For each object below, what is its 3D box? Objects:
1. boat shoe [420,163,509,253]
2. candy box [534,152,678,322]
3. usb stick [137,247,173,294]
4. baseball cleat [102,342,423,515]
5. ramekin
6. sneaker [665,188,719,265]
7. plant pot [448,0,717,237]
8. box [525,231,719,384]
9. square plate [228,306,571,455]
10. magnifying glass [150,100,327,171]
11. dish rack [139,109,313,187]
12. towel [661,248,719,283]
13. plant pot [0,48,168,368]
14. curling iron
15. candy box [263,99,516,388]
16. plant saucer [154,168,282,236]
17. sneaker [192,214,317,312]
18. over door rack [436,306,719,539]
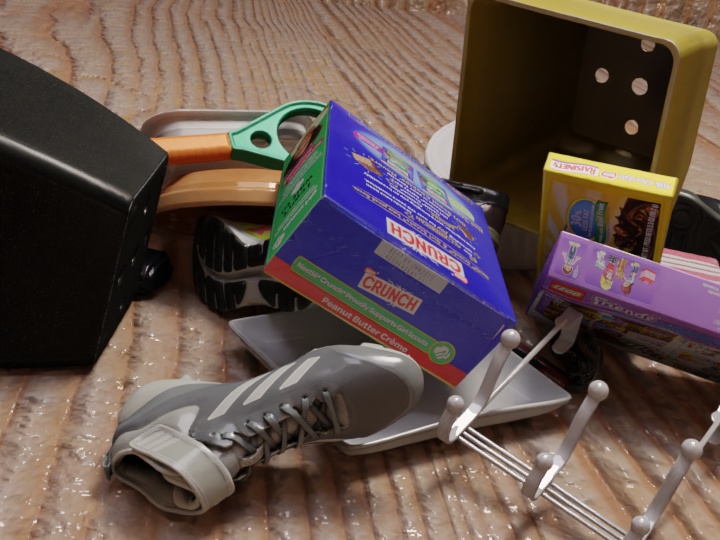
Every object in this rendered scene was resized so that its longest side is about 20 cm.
[{"bbox_3d":[0.051,-0.067,0.957,0.199,0.067,0.072,20,-15,34],"label":"boat shoe"},{"bbox_3d":[0.198,-0.012,0.846,0.101,0.201,0.027,16,56,19],"label":"candy box"},{"bbox_3d":[-0.266,-0.015,0.911,0.197,0.033,0.056,12,29,11],"label":"usb stick"},{"bbox_3d":[-0.058,0.102,0.619,0.197,0.070,0.107,-12,29,12],"label":"baseball cleat"},{"bbox_3d":[0.166,-0.084,1.075,0.199,0.095,0.203,-3,35,2],"label":"ramekin"},{"bbox_3d":[0.403,-0.053,1.156,0.197,0.077,0.114,15,21,10],"label":"sneaker"},{"bbox_3d":[0.218,-0.149,0.929,0.199,0.202,0.176,25,36,33],"label":"plant pot"},{"bbox_3d":[0.235,0.036,0.793,0.198,0.040,0.137,19,-13,7],"label":"box"},{"bbox_3d":[0.025,0.076,0.778,0.198,0.029,0.198,-6,25,-30],"label":"square plate"},{"bbox_3d":[-0.097,-0.113,0.905,0.197,0.022,0.080,-9,60,-19],"label":"magnifying glass"},{"bbox_3d":[-0.146,-0.093,1.004,0.170,0.044,0.200,-3,-20,-27],"label":"dish rack"},{"bbox_3d":[0.297,0.019,1.009,0.144,0.030,0.200,12,23,6],"label":"towel"},{"bbox_3d":[-0.255,-0.038,0.774,0.175,0.202,0.200,17,21,-4],"label":"plant pot"},{"bbox_3d":[0.123,0.051,0.862,0.199,0.050,0.026,22,-16,43],"label":"curling iron"},{"bbox_3d":[0.021,-0.026,0.774,0.168,0.077,0.201,33,21,-16],"label":"candy box"},{"bbox_3d":[-0.099,-0.059,0.941,0.197,0.038,0.200,2,-7,0],"label":"plant saucer"},{"bbox_3d":[-0.071,-0.004,0.869,0.090,0.079,0.199,-7,15,-43],"label":"sneaker"},{"bbox_3d":[0.161,0.091,0.686,0.147,0.067,0.199,32,34,24],"label":"over door rack"}]
